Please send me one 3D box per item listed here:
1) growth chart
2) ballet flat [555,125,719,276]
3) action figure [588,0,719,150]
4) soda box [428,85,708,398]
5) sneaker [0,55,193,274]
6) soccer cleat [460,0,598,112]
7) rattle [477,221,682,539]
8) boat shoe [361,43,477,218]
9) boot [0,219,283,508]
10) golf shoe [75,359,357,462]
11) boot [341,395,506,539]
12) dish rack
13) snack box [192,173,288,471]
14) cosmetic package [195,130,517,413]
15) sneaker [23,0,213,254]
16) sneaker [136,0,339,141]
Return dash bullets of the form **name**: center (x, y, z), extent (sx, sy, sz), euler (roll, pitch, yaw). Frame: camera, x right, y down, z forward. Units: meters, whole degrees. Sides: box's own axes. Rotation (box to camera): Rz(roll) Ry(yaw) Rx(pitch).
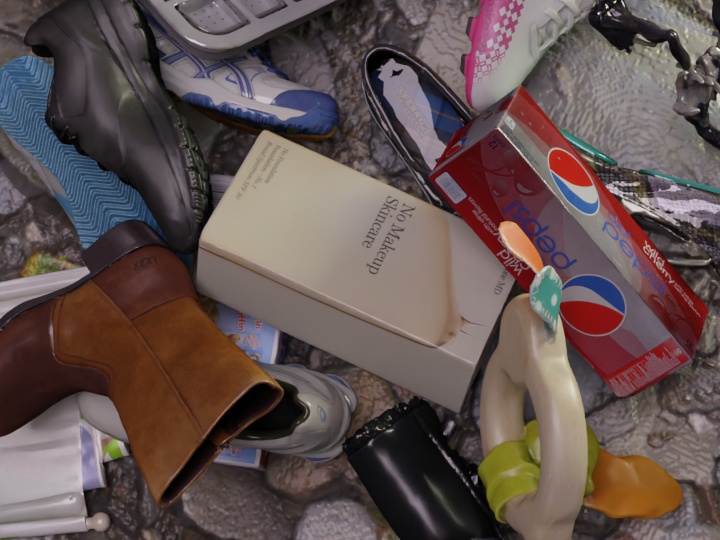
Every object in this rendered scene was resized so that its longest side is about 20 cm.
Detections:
- **growth chart**: center (-0.226, 0.095, 1.359), extent (0.144, 0.018, 0.202), euler (-1, 80, 11)
- **ballet flat**: center (0.168, -0.048, 1.272), extent (0.199, 0.072, 0.072), euler (23, 85, 11)
- **action figure**: center (0.247, -0.137, 1.259), extent (0.200, 0.102, 0.119), euler (41, 83, 18)
- **soda box**: center (0.136, -0.016, 1.227), extent (0.063, 0.070, 0.200), euler (-34, 103, 32)
- **sneaker**: center (-0.181, -0.063, 1.349), extent (0.076, 0.081, 0.201), euler (-35, 85, 2)
- **soccer cleat**: center (0.135, -0.196, 1.304), extent (0.086, 0.070, 0.201), euler (19, 81, 18)
- **rattle**: center (0.147, 0.068, 1.186), extent (0.142, 0.130, 0.202), euler (2, 105, -2)
- **boat shoe**: center (0.066, -0.078, 1.303), extent (0.070, 0.066, 0.201), euler (-35, 75, 4)
- **boot**: center (-0.158, 0.087, 1.236), extent (0.188, 0.069, 0.200), euler (-39, 48, -1)
- **golf shoe**: center (-0.105, 0.082, 1.270), extent (0.198, 0.097, 0.079), euler (2, 83, 15)
- **boot**: center (0.045, 0.166, 1.200), extent (0.073, 0.198, 0.163), euler (-33, 84, 15)
- **dish rack**: center (-0.107, -0.232, 1.344), extent (0.171, 0.044, 0.200), euler (-30, 67, -31)
- **snack box**: center (-0.087, 0.035, 1.336), extent (0.071, 0.024, 0.202), euler (7, 81, 12)
- **cosmetic package**: center (0.000, 0.000, 1.269), extent (0.199, 0.073, 0.104), euler (23, 59, 7)
- **sneaker**: center (-0.161, -0.096, 1.281), extent (0.090, 0.076, 0.201), euler (-25, 74, 0)
- **sneaker**: center (-0.101, -0.152, 1.348), extent (0.199, 0.075, 0.089), euler (18, 84, 14)
